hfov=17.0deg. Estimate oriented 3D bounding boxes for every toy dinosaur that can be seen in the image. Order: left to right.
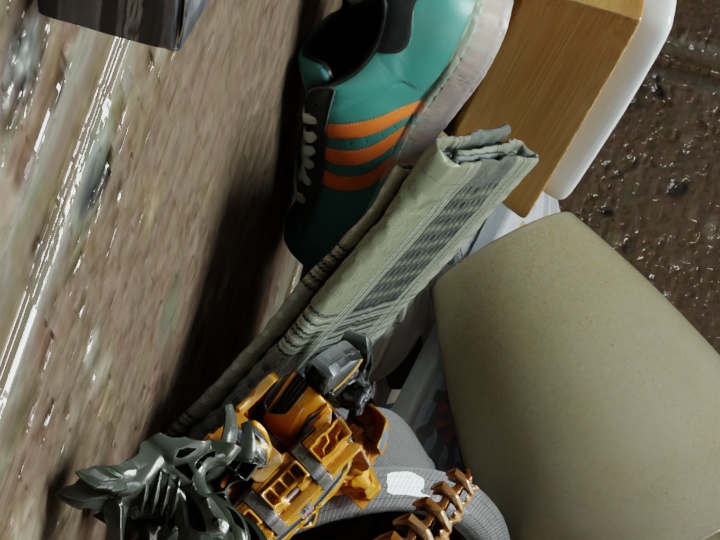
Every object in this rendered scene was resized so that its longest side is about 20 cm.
[{"bbox_3d":[-0.050,0.134,0.934,0.199,0.136,0.102,-25,166,-23],"label":"toy dinosaur"}]

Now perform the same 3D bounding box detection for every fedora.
[{"bbox_3d":[-0.012,0.141,1.295,0.201,0.176,0.091,75,0,-53],"label":"fedora"}]

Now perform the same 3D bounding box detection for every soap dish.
[{"bbox_3d":[0.106,-0.146,1.290,0.200,0.081,0.158,116,-15,-59],"label":"soap dish"}]

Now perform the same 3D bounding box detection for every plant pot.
[{"bbox_3d":[0.127,0.076,1.348,0.201,0.186,0.187,62,-1,12],"label":"plant pot"}]

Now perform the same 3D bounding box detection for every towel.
[{"bbox_3d":[-0.004,0.006,1.140,0.200,0.035,0.192,-47,171,13],"label":"towel"}]

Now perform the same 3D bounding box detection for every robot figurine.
[{"bbox_3d":[-0.038,0.098,1.097,0.145,0.058,0.200,-45,171,-7],"label":"robot figurine"}]

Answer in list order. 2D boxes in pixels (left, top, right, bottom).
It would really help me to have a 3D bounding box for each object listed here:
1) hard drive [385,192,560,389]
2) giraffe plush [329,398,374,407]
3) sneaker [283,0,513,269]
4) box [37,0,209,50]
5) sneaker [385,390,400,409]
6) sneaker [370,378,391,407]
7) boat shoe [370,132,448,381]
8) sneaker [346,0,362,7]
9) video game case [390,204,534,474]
[{"bbox_3d":[0.063,-0.031,1.484,0.200,0.038,0.141,-39,121,-51],"label":"hard drive"},{"bbox_3d":[0.022,0.176,1.456,0.173,0.161,0.201,-67,169,-46],"label":"giraffe plush"},{"bbox_3d":[-0.003,-0.082,1.184,0.072,0.079,0.200,-91,-154,-47],"label":"sneaker"},{"bbox_3d":[-0.041,-0.188,0.738,0.201,0.049,0.158,-66,169,-49],"label":"box"},{"bbox_3d":[0.049,0.040,1.728,0.088,0.075,0.201,96,11,-48],"label":"sneaker"},{"bbox_3d":[0.039,0.011,1.543,0.077,0.081,0.201,99,6,-80],"label":"sneaker"},{"bbox_3d":[0.000,0.000,1.356,0.069,0.071,0.201,-45,158,-40],"label":"boat shoe"},{"bbox_3d":[0.043,-0.176,1.293,0.091,0.075,0.201,96,12,-77],"label":"sneaker"},{"bbox_3d":[0.104,0.087,1.451,0.183,0.023,0.201,51,47,-26],"label":"video game case"}]
